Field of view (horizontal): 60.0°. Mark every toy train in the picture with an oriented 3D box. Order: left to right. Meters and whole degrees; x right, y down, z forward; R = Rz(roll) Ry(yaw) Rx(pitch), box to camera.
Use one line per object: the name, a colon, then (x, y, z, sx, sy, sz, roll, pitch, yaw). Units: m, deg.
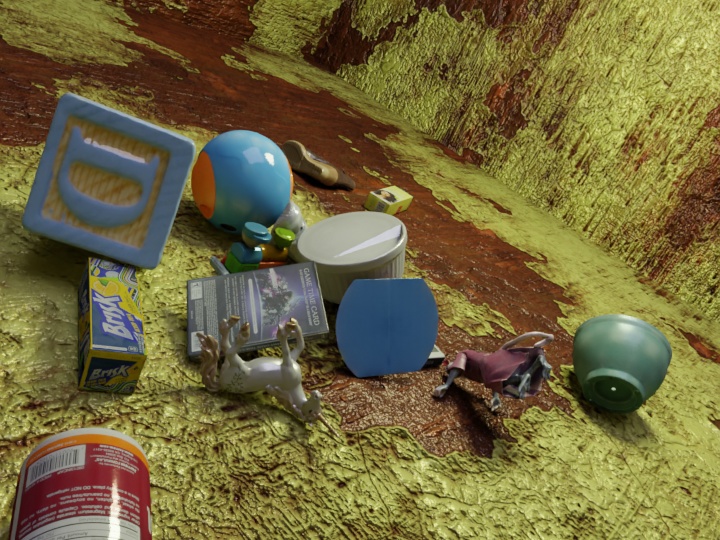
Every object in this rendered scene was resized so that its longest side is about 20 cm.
toy train: (-0.148, -0.026, 1.122, 0.199, 0.117, 0.085, -1, 35, -47)

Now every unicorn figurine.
unicorn figurine: (-0.119, 0.135, 0.840, 0.197, 0.139, 0.074, 5, 7, 1)

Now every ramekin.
ramekin: (-0.010, -0.021, 1.117, 0.200, 0.095, 0.203, -7, 29, 4)

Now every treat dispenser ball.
treat dispenser ball: (-0.231, -0.172, 1.227, 0.199, 0.202, 0.201, 22, 23, -10)

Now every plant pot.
plant pot: (0.536, 0.210, 1.305, 0.199, 0.201, 0.135, 29, 50, 5)

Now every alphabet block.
alphabet block: (-0.366, -0.132, 0.942, 0.193, 0.198, 0.200, 21, 3, -17)

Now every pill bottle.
pill bottle: (-0.225, 0.237, 0.502, 0.112, 0.114, 0.201, 14, 27, -28)

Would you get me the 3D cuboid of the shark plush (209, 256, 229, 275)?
shark plush: (-0.174, 0.042, 0.995, 0.090, 0.084, 0.200, 6, 31, -39)

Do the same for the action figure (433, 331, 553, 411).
action figure: (0.215, 0.164, 1.078, 0.133, 0.151, 0.199, 19, -10, -38)

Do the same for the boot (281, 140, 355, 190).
boot: (-0.123, -0.297, 1.805, 0.200, 0.073, 0.166, 39, 14, 29)

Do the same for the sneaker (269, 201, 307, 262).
sneaker: (-0.112, -0.063, 1.208, 0.114, 0.076, 0.200, 31, -16, -5)

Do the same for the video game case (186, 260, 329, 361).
video game case: (-0.154, 0.055, 0.917, 0.197, 0.019, 0.144, -8, 47, -8)

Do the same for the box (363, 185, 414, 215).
box: (0.086, -0.203, 1.824, 0.075, 0.050, 0.200, 33, 23, 13)

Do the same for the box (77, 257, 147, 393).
box: (-0.325, 0.066, 0.809, 0.069, 0.065, 0.201, 12, 28, -30)

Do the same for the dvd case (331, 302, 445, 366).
dvd case: (0.049, 0.108, 1.173, 0.149, 0.025, 0.200, 4, 32, -42)

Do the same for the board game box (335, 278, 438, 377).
board game box: (0.040, 0.093, 1.051, 0.198, 0.160, 0.039, -1, 3, -28)
